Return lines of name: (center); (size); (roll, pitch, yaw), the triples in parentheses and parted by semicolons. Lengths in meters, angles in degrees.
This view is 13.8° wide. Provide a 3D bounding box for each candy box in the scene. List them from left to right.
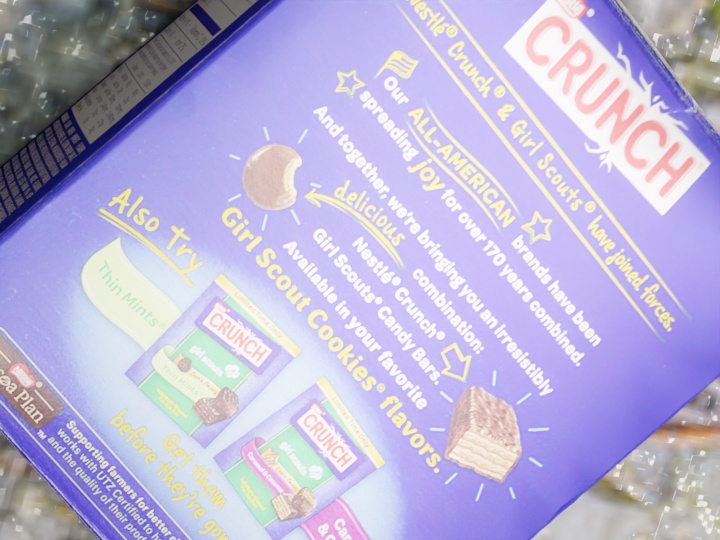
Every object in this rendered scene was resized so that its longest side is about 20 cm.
candy box: (0.000, 0.000, 0.825); (0.200, 0.077, 0.169); (-39, 110, 1)
